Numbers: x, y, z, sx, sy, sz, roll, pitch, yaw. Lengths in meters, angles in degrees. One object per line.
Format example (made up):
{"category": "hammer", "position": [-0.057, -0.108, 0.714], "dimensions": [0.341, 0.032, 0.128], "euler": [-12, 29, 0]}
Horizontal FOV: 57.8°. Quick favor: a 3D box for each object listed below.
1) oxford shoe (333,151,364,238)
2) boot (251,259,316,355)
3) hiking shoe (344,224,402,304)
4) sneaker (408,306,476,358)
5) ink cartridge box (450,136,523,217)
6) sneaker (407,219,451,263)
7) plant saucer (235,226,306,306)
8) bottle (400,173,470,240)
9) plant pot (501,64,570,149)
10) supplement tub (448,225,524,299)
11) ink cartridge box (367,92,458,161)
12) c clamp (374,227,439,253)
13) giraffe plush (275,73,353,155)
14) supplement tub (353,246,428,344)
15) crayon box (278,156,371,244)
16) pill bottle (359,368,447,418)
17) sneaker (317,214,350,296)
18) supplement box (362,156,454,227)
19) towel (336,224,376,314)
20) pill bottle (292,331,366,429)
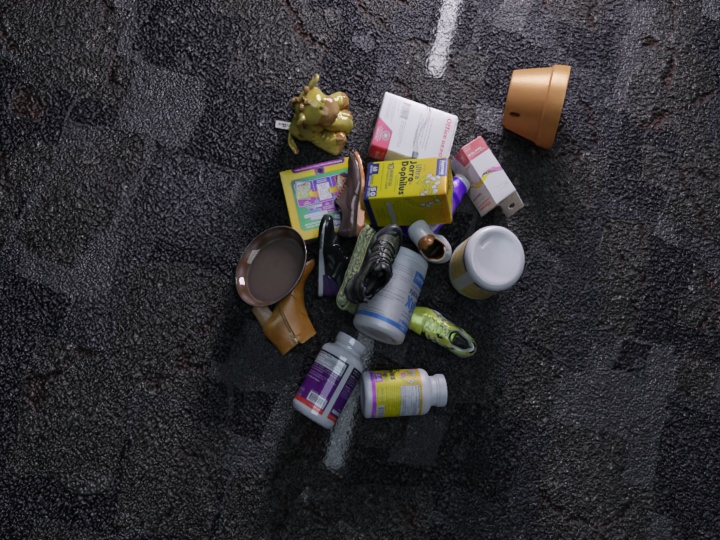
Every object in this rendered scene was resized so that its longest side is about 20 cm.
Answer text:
{"category": "oxford shoe", "position": [-0.027, -0.180, 1.536], "dimensions": [0.070, 0.071, 0.207], "euler": [0, 81, -5]}
{"category": "boot", "position": [-0.146, 0.088, 1.536], "dimensions": [0.200, 0.071, 0.145], "euler": [-42, 90, -6]}
{"category": "hiking shoe", "position": [0.049, -0.010, 1.428], "dimensions": [0.075, 0.100, 0.203], "euler": [37, 76, -28]}
{"category": "sneaker", "position": [0.195, 0.141, 1.566], "dimensions": [0.195, 0.076, 0.077], "euler": [26, 80, 0]}
{"category": "ink cartridge box", "position": [0.311, -0.215, 1.623], "dimensions": [0.067, 0.117, 0.203], "euler": [-31, 85, -13]}
{"category": "sneaker", "position": [0.175, -0.042, 1.539], "dimensions": [0.072, 0.199, 0.086], "euler": [-40, 58, 12]}
{"category": "plant saucer", "position": [-0.203, -0.006, 1.514], "dimensions": [0.195, 0.032, 0.206], "euler": [-14, 60, 24]}
{"category": "bottle", "position": [0.187, -0.154, 1.598], "dimensions": [0.084, 0.065, 0.200], "euler": [45, 79, 0]}
{"category": "plant pot", "position": [0.439, -0.422, 1.650], "dimensions": [0.136, 0.200, 0.206], "euler": [13, 78, 12]}
{"category": "supplement tub", "position": [0.291, -0.012, 1.542], "dimensions": [0.140, 0.200, 0.151], "euler": [1, 80, -7]}
{"category": "ink cartridge box", "position": [0.130, -0.336, 1.635], "dimensions": [0.194, 0.084, 0.149], "euler": [17, 78, -4]}
{"category": "c clamp", "position": [0.123, -0.120, 1.630], "dimensions": [0.193, 0.027, 0.177], "euler": [-8, 86, -11]}
{"category": "giraffe plush", "position": [-0.108, -0.382, 1.569], "dimensions": [0.193, 0.162, 0.178], "euler": [-9, 82, -10]}
{"category": "supplement tub", "position": [0.071, 0.058, 1.531], "dimensions": [0.129, 0.132, 0.205], "euler": [22, 75, -3]}
{"category": "crayon box", "position": [-0.086, -0.169, 1.590], "dimensions": [0.194, 0.058, 0.178], "euler": [-13, 84, -10]}
{"category": "pill bottle", "position": [0.099, 0.284, 1.514], "dimensions": [0.193, 0.104, 0.108], "euler": [-2, 80, -9]}
{"category": "sneaker", "position": [-0.058, -0.035, 1.530], "dimensions": [0.084, 0.076, 0.206], "euler": [1, 118, -4]}
{"category": "supplement box", "position": [0.115, -0.182, 1.524], "dimensions": [0.193, 0.110, 0.112], "euler": [-2, 58, 16]}
{"category": "towel", "position": [0.000, 0.000, 1.527], "dimensions": [0.035, 0.148, 0.206], "euler": [16, 85, 16]}
{"category": "pill bottle", "position": [-0.066, 0.249, 1.493], "dimensions": [0.111, 0.113, 0.203], "euler": [30, 77, -1]}
